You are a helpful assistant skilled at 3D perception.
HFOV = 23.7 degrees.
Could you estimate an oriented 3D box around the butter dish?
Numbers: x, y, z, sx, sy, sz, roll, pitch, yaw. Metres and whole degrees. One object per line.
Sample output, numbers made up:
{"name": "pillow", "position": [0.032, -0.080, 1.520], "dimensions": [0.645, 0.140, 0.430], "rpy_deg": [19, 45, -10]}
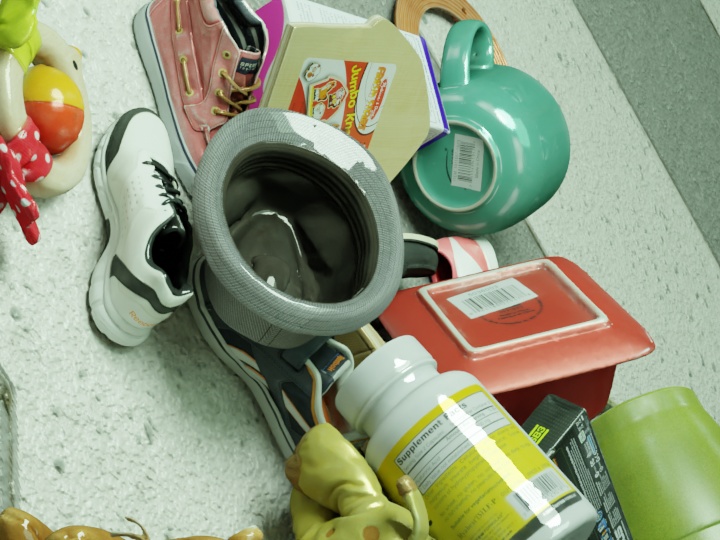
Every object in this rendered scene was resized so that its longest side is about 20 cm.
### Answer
{"name": "butter dish", "position": [0.133, 0.092, 1.498], "dimensions": [0.200, 0.198, 0.149], "rpy_deg": [-127, -152, -58]}

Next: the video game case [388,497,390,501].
{"name": "video game case", "position": [0.101, 0.202, 1.444], "dimensions": [0.199, 0.143, 0.019], "rpy_deg": [29, 9, -43]}

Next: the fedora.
{"name": "fedora", "position": [-0.059, -0.019, 1.327], "dimensions": [0.176, 0.090, 0.201], "rpy_deg": [14, 49, -23]}

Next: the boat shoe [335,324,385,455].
{"name": "boat shoe", "position": [0.020, 0.111, 1.455], "dimensions": [0.201, 0.073, 0.069], "rpy_deg": [61, 24, -8]}

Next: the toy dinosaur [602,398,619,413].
{"name": "toy dinosaur", "position": [0.227, 0.112, 1.744], "dimensions": [0.199, 0.047, 0.089], "rpy_deg": [11, 75, -50]}

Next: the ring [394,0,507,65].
{"name": "ring", "position": [0.098, -0.213, 1.799], "dimensions": [0.200, 0.019, 0.202], "rpy_deg": [30, 47, -38]}

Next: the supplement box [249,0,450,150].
{"name": "supplement box", "position": [-0.027, -0.162, 1.529], "dimensions": [0.199, 0.101, 0.104], "rpy_deg": [7, 63, -51]}

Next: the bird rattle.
{"name": "bird rattle", "position": [-0.235, -0.115, 1.234], "dimensions": [0.163, 0.112, 0.202], "rpy_deg": [15, 59, -67]}

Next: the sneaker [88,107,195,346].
{"name": "sneaker", "position": [-0.155, -0.042, 1.306], "dimensions": [0.073, 0.080, 0.201], "rpy_deg": [25, 49, -40]}

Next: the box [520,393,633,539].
{"name": "box", "position": [0.139, 0.235, 1.414], "dimensions": [0.193, 0.047, 0.201], "rpy_deg": [-46, 136, -21]}

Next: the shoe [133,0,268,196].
{"name": "shoe", "position": [-0.115, -0.144, 1.410], "dimensions": [0.071, 0.091, 0.201], "rpy_deg": [-11, 78, -54]}

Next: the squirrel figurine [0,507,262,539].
{"name": "squirrel figurine", "position": [-0.122, 0.226, 1.085], "dimensions": [0.200, 0.186, 0.142], "rpy_deg": [39, 41, -32]}

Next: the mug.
{"name": "mug", "position": [0.101, -0.124, 1.631], "dimensions": [0.185, 0.152, 0.114], "rpy_deg": [52, 31, 4]}

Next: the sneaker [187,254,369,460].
{"name": "sneaker", "position": [-0.058, 0.063, 1.369], "dimensions": [0.201, 0.079, 0.078], "rpy_deg": [57, 37, -9]}

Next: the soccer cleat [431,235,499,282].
{"name": "soccer cleat", "position": [0.103, 0.064, 1.604], "dimensions": [0.073, 0.068, 0.202], "rpy_deg": [0, 69, -32]}

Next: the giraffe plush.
{"name": "giraffe plush", "position": [-0.030, 0.234, 1.253], "dimensions": [0.162, 0.200, 0.173], "rpy_deg": [-34, 115, -22]}

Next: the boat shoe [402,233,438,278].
{"name": "boat shoe", "position": [-0.002, 0.001, 1.488], "dimensions": [0.201, 0.073, 0.064], "rpy_deg": [-1, 74, -50]}

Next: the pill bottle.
{"name": "pill bottle", "position": [0.074, 0.147, 1.286], "dimensions": [0.200, 0.112, 0.111], "rpy_deg": [48, 30, 21]}

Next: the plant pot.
{"name": "plant pot", "position": [0.306, 0.225, 1.670], "dimensions": [0.200, 0.200, 0.194], "rpy_deg": [12, 48, -49]}

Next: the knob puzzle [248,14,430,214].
{"name": "knob puzzle", "position": [-0.019, -0.122, 1.430], "dimensions": [0.030, 0.221, 0.219], "rpy_deg": [36, 17, 37]}
